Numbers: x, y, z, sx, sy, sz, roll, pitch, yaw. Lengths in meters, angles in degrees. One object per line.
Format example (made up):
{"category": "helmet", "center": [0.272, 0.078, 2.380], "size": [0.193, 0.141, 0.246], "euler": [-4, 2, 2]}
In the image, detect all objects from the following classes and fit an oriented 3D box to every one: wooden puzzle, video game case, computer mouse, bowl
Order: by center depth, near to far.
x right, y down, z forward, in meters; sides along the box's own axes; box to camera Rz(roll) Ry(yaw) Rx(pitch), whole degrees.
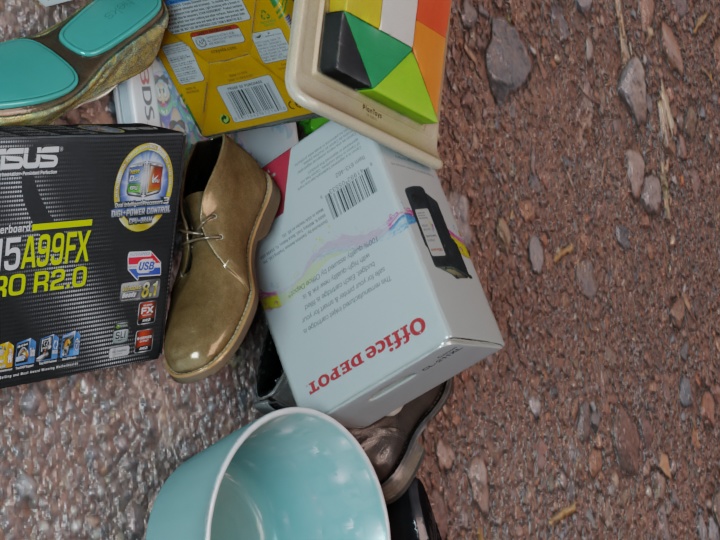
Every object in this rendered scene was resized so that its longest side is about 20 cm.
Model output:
{"category": "bowl", "center": [-0.078, 0.200, 1.277], "size": [0.200, 0.105, 0.202], "euler": [11, 76, -51]}
{"category": "wooden puzzle", "center": [0.017, -0.190, 1.296], "size": [0.185, 0.037, 0.201], "euler": [20, 68, -53]}
{"category": "video game case", "center": [-0.119, -0.156, 1.362], "size": [0.200, 0.024, 0.183], "euler": [-10, 93, -57]}
{"category": "computer mouse", "center": [0.049, 0.263, 1.495], "size": [0.139, 0.052, 0.201], "euler": [-89, 163, -64]}

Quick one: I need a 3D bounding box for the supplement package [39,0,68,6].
{"category": "supplement package", "center": [-0.154, -0.263, 1.169], "size": [0.114, 0.199, 0.110], "euler": [41, 51, -45]}

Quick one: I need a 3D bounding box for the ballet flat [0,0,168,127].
{"category": "ballet flat", "center": [-0.203, -0.128, 1.195], "size": [0.200, 0.070, 0.071], "euler": [-39, 116, -41]}

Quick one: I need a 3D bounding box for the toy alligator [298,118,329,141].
{"category": "toy alligator", "center": [-0.029, -0.106, 1.464], "size": [0.054, 0.059, 0.201], "euler": [-4, 87, -16]}

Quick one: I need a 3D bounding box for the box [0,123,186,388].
{"category": "box", "center": [-0.198, -0.013, 1.158], "size": [0.200, 0.044, 0.161], "euler": [-8, 109, -57]}

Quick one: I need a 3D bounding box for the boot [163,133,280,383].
{"category": "boot", "center": [-0.112, -0.012, 1.273], "size": [0.076, 0.073, 0.201], "euler": [56, 33, -42]}

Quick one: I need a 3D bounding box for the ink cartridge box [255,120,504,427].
{"category": "ink cartridge box", "center": [0.000, 0.000, 1.344], "size": [0.083, 0.145, 0.201], "euler": [11, 54, -55]}

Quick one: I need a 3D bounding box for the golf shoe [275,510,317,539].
{"category": "golf shoe", "center": [-0.015, 0.225, 1.374], "size": [0.075, 0.091, 0.201], "euler": [-14, 85, -54]}

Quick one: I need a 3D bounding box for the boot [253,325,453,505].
{"category": "boot", "center": [-0.007, 0.075, 1.453], "size": [0.174, 0.069, 0.201], "euler": [48, 39, -30]}

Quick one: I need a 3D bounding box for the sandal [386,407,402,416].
{"category": "sandal", "center": [0.014, 0.016, 1.430], "size": [0.082, 0.050, 0.204], "euler": [40, 49, -70]}

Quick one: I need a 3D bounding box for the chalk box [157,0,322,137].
{"category": "chalk box", "center": [-0.055, -0.211, 1.337], "size": [0.124, 0.124, 0.200], "euler": [62, 38, -28]}
